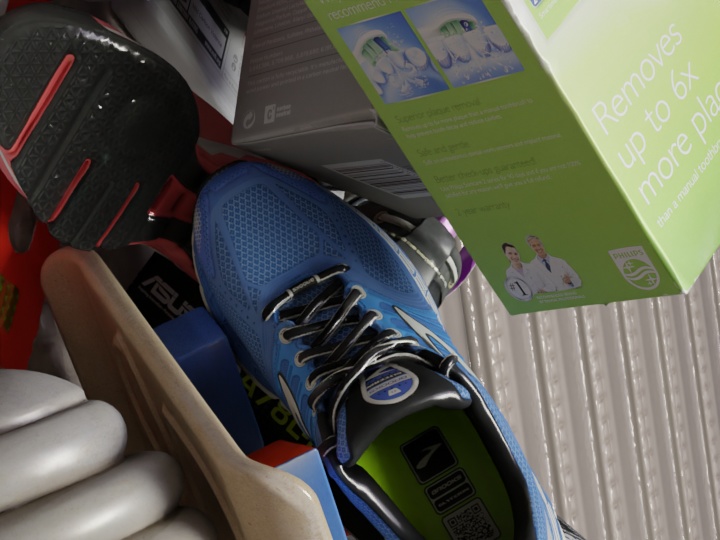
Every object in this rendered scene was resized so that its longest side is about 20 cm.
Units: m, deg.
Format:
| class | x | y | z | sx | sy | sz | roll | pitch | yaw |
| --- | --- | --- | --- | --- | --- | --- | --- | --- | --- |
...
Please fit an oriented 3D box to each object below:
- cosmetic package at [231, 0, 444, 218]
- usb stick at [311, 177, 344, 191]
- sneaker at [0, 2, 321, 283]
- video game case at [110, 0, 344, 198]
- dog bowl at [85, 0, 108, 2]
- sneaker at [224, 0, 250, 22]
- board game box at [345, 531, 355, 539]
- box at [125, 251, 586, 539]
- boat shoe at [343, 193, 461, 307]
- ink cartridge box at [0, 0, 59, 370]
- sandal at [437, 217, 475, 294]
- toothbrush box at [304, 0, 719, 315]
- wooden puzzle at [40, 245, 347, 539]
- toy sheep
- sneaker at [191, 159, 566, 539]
| class | x | y | z | sx | sy | sz | roll | pitch | yaw |
| --- | --- | --- | --- | --- | --- | --- | --- | --- | --- |
| cosmetic package | 0.025 | -0.130 | 0.765 | 0.107 | 0.090 | 0.201 | 18 | 75 | -41 |
| usb stick | 0.005 | -0.066 | 1.004 | 0.200 | 0.032 | 0.056 | -3 | 96 | -73 |
| sneaker | -0.095 | -0.048 | 0.765 | 0.074 | 0.087 | 0.200 | -53 | 145 | 0 |
| video game case | -0.048 | -0.135 | 0.979 | 0.200 | 0.023 | 0.183 | 54 | 38 | -47 |
| dog bowl | -0.081 | -0.209 | 0.785 | 0.200 | 0.078 | 0.201 | -4 | 90 | -83 |
| sneaker | -0.001 | -0.144 | 0.980 | 0.199 | 0.092 | 0.076 | -11 | 102 | -42 |
| board game box | 0.029 | 0.198 | 1.036 | 0.200 | 0.046 | 0.152 | -30 | 112 | -64 |
| box | 0.010 | 0.080 | 0.875 | 0.048 | 0.193 | 0.200 | -54 | 149 | 2 |
| boat shoe | 0.000 | 0.000 | 0.893 | 0.068 | 0.072 | 0.200 | -56 | -169 | -3 |
| ink cartridge box | -0.142 | -0.075 | 0.721 | 0.200 | 0.050 | 0.163 | 50 | 41 | -47 |
| sandal | 0.043 | -0.011 | 1.041 | 0.082 | 0.050 | 0.204 | 4 | 104 | -76 |
| toothbrush box | 0.065 | -0.108 | 0.685 | 0.200 | 0.086 | 0.146 | 55 | 53 | -21 |
| wooden puzzle | -0.039 | 0.095 | 0.741 | 0.046 | 0.200 | 0.186 | -28 | 124 | -17 |
| toy sheep | -0.108 | 0.102 | 0.663 | 0.201 | 0.137 | 0.138 | 66 | 25 | 0 |
| sneaker | 0.008 | 0.037 | 0.713 | 0.200 | 0.078 | 0.089 | 52 | -9 | 14 |
